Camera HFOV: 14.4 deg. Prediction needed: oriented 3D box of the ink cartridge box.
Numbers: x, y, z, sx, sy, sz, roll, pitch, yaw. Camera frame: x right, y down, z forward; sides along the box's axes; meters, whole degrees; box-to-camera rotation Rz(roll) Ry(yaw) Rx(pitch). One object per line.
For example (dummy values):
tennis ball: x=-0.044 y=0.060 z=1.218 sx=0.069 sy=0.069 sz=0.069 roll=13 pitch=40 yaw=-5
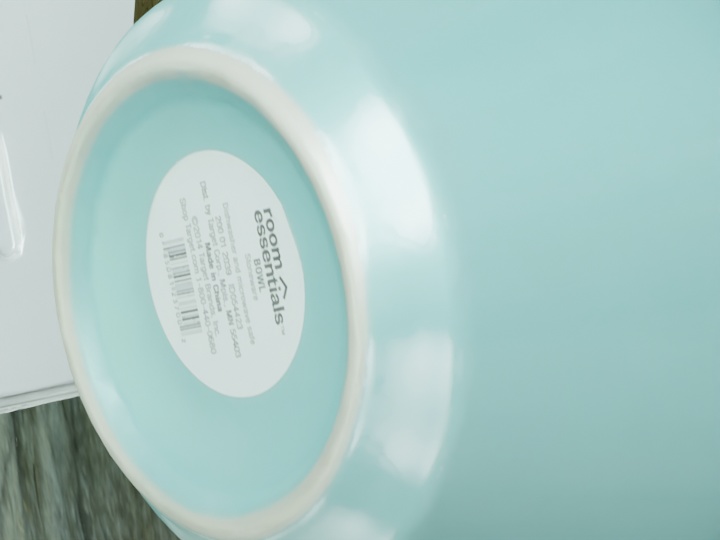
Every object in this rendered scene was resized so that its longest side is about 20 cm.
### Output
ink cartridge box: x=-0.140 y=-0.025 z=1.054 sx=0.200 sy=0.146 sz=0.147 roll=176 pitch=83 yaw=-69

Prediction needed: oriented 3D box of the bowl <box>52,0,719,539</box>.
bowl: x=0.000 y=0.000 z=0.686 sx=0.201 sy=0.105 sz=0.201 roll=14 pitch=109 yaw=46

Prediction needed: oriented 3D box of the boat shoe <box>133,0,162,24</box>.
boat shoe: x=-0.017 y=-0.053 z=0.859 sx=0.201 sy=0.063 sz=0.073 roll=57 pitch=135 yaw=50
